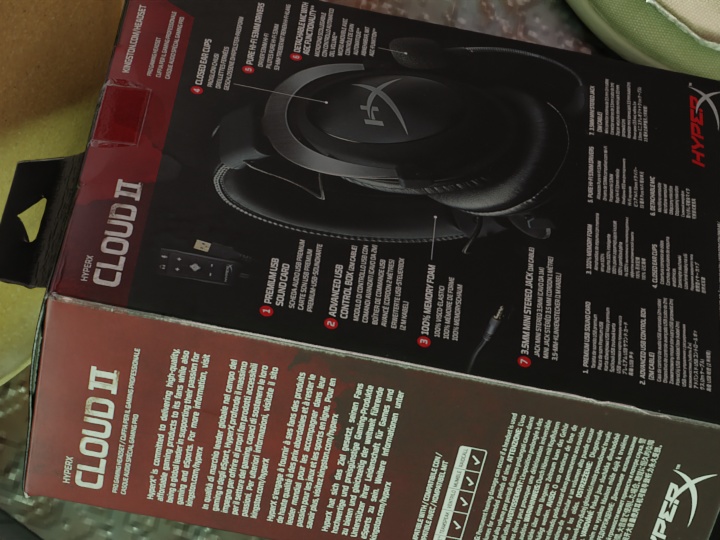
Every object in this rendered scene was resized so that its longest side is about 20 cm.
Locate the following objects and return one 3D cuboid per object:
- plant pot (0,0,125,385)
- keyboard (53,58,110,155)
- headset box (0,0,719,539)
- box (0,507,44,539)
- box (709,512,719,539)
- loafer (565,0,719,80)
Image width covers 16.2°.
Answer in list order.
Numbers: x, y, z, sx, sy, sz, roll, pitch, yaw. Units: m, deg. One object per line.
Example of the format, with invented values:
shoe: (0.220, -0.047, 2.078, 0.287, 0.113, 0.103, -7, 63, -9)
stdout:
plant pot: (-0.122, -0.051, 0.715, 0.027, 0.200, 0.200, 24, 59, 33)
keyboard: (-0.071, -0.090, 0.798, 0.200, 0.040, 0.104, 44, 61, -19)
headset box: (0.000, 0.000, 0.692, 0.199, 0.077, 0.149, 10, 40, -3)
box: (-0.140, 0.171, 0.671, 0.148, 0.124, 0.200, 37, 64, -9)
box: (0.111, 0.039, 0.771, 0.192, 0.048, 0.200, 24, 41, 16)
loafer: (0.090, -0.140, 0.875, 0.200, 0.068, 0.076, 43, 67, -1)
